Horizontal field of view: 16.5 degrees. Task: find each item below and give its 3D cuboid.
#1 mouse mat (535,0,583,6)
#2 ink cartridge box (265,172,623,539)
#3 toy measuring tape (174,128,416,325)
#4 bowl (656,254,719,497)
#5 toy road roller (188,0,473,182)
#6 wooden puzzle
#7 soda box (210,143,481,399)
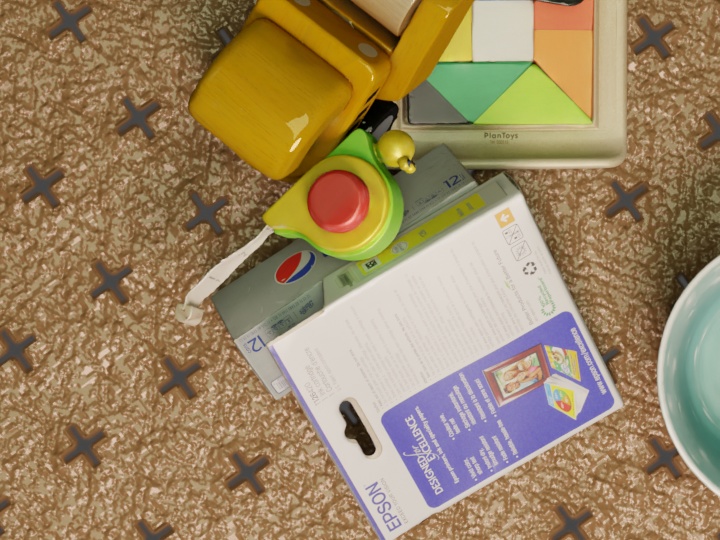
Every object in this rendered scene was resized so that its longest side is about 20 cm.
[{"bbox_3d":[0.071,-0.272,1.734,0.200,0.008,0.161,9,75,-1],"label":"mouse mat"},{"bbox_3d":[0.057,0.063,1.707,0.200,0.047,0.198,-29,122,-1],"label":"ink cartridge box"},{"bbox_3d":[-0.034,-0.015,1.656,0.200,0.074,0.074,-43,93,8],"label":"toy measuring tape"},{"bbox_3d":[0.297,0.070,1.727,0.200,0.105,0.201,0,92,-3],"label":"bowl"},{"bbox_3d":[-0.029,-0.146,1.653,0.123,0.146,0.200,38,125,8],"label":"toy road roller"},{"bbox_3d":[0.097,-0.171,1.746,0.185,0.037,0.200,-1,91,-2],"label":"wooden puzzle"},{"bbox_3d":[0.000,0.000,1.719,0.200,0.068,0.063,-34,122,0],"label":"soda box"}]
